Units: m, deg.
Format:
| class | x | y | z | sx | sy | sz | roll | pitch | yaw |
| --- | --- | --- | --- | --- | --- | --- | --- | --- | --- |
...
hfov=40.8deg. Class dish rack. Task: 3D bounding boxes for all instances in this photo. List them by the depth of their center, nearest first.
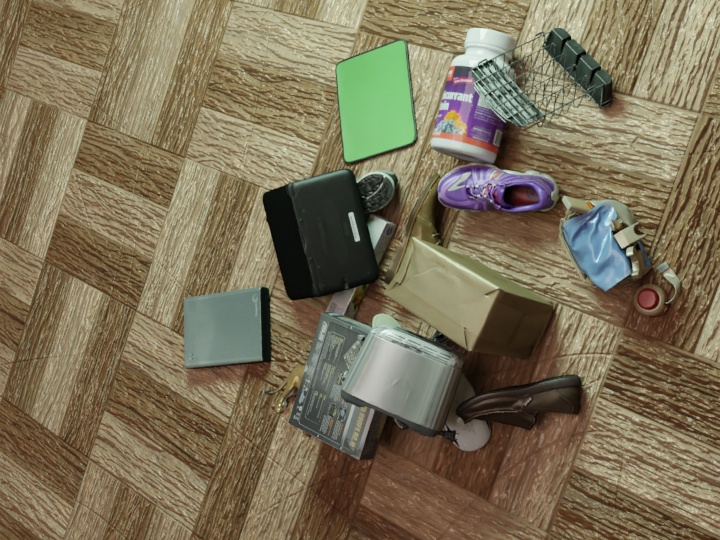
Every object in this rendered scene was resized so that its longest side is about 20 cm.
| class | x | y | z | sx | sy | sz | roll | pitch | yaw |
| --- | --- | --- | --- | --- | --- | --- | --- | --- | --- |
| dish rack | 0.274 | -0.287 | 1.485 | 0.199 | 0.055 | 0.154 | -27 | 61 | -17 |

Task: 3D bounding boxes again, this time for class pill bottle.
| class | x | y | z | sx | sy | sz | roll | pitch | yaw |
| --- | --- | --- | --- | --- | --- | --- | --- | --- | --- |
| pill bottle | 0.190 | -0.283 | 1.575 | 0.111 | 0.111 | 0.202 | 15 | 92 | 34 |

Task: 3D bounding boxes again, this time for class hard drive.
| class | x | y | z | sx | sy | sz | roll | pitch | yaw |
| --- | --- | --- | --- | --- | --- | --- | --- | --- | --- |
| hard drive | -0.258 | 0.113 | 1.869 | 0.198 | 0.033 | 0.141 | -9 | 78 | 33 |

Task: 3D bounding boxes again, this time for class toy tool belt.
| class | x | y | z | sx | sy | sz | roll | pitch | yaw |
| --- | --- | --- | --- | --- | --- | --- | --- | --- | --- |
| toy tool belt | 0.367 | -0.021 | 1.413 | 0.125 | 0.122 | 0.201 | -40 | 64 | 23 |

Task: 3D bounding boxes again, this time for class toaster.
| class | x | y | z | sx | sy | sz | roll | pitch | yaw |
| --- | --- | --- | --- | --- | --- | --- | --- | --- | --- |
| toaster | 0.075 | 0.165 | 1.472 | 0.198 | 0.114 | 0.130 | 22 | 94 | 12 |

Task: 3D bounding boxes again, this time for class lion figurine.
| class | x | y | z | sx | sy | sz | roll | pitch | yaw |
| --- | --- | --- | --- | --- | --- | --- | --- | --- | --- |
| lion figurine | -0.086 | 0.216 | 1.717 | 0.199 | 0.072 | 0.123 | 30 | 97 | 36 |

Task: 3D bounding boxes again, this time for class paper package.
| class | x | y | z | sx | sy | sz | roll | pitch | yaw |
| --- | --- | --- | --- | --- | --- | --- | --- | --- | --- |
| paper package | 0.169 | 0.046 | 1.492 | 0.190 | 0.199 | 0.104 | 32 | 101 | 33 |

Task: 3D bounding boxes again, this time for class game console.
| class | x | y | z | sx | sy | sz | roll | pitch | yaw |
| --- | --- | --- | --- | --- | --- | --- | --- | --- | --- |
| game console | -0.072 | -0.061 | 1.699 | 0.174 | 0.116 | 0.202 | -15 | 94 | 0 |

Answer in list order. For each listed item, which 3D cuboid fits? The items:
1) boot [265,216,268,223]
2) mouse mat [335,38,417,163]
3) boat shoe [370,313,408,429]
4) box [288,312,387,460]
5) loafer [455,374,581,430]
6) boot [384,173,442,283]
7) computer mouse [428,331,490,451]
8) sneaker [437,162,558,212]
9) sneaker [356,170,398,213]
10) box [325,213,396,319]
| class | x | y | z | sx | sy | sz | roll | pitch | yaw |
| --- | --- | --- | --- | --- | --- | --- | --- | --- | --- |
| boot | -0.100 | -0.047 | 1.761 | 0.200 | 0.075 | 0.074 | 41 | 104 | 30 |
| mouse mat | 0.026 | -0.305 | 1.752 | 0.160 | 0.008 | 0.202 | -12 | 78 | 32 |
| boat shoe | 0.055 | 0.168 | 1.632 | 0.068 | 0.071 | 0.202 | -51 | 51 | 47 |
| box | -0.022 | 0.188 | 1.601 | 0.157 | 0.048 | 0.202 | 20 | 96 | 32 |
| loafer | 0.242 | 0.211 | 1.476 | 0.198 | 0.073 | 0.072 | -15 | 82 | 16 |
| boot | 0.110 | -0.062 | 1.629 | 0.075 | 0.074 | 0.202 | 21 | 96 | 10 |
| computer mouse | 0.147 | 0.194 | 1.562 | 0.109 | 0.044 | 0.201 | -28 | 69 | -4 |
| sneaker | 0.212 | -0.128 | 1.535 | 0.198 | 0.083 | 0.082 | 2 | 102 | 26 |
| sneaker | -0.016 | -0.120 | 1.715 | 0.199 | 0.079 | 0.075 | -21 | 99 | 27 |
| box | 0.000 | 0.000 | 1.707 | 0.041 | 0.039 | 0.202 | 29 | 100 | 31 |
